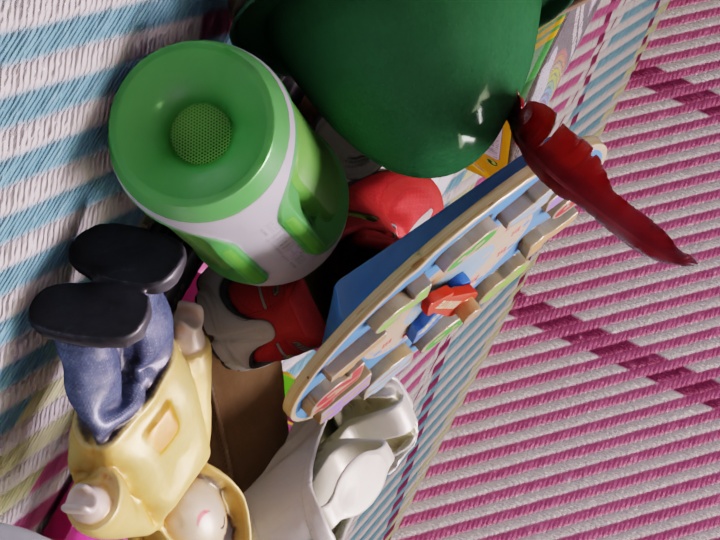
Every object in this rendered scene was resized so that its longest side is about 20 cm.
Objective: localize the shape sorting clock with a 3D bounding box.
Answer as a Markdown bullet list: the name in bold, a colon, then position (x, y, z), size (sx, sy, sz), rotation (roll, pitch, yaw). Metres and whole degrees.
- **shape sorting clock**: position (0.043, 0.007, 1.390), size (0.200, 0.039, 0.200), rotation (-35, 169, -8)

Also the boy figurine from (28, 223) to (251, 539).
- **boy figurine**: position (-0.100, 0.077, 1.333), size (0.124, 0.064, 0.200), rotation (-58, 148, -39)

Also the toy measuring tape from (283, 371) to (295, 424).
- **toy measuring tape**: position (-0.086, 0.136, 1.828), size (0.200, 0.074, 0.074), rotation (-58, 170, -45)

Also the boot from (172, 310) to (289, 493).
- **boot**: position (-0.100, 0.120, 1.458), size (0.175, 0.066, 0.200), rotation (-4, 82, -46)

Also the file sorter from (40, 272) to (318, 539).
- **file sorter**: position (-0.085, 0.133, 1.594), size (0.139, 0.125, 0.200), rotation (99, 17, -63)

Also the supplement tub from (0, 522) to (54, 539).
- **supplement tub**: position (-0.151, 0.176, 1.179), size (0.200, 0.145, 0.145), rotation (68, 48, -80)

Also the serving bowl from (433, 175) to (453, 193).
- **serving bowl**: position (0.038, -0.096, 1.963), size (0.200, 0.066, 0.200), rotation (-63, 173, -14)

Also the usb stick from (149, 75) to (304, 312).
- **usb stick**: position (-0.079, -0.034, 1.459), size (0.200, 0.033, 0.055), rotation (-61, 180, -32)

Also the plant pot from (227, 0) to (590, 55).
- **plant pot**: position (0.031, -0.175, 1.353), size (0.201, 0.201, 0.093), rotation (88, -9, -75)

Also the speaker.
- **speaker**: position (-0.057, -0.045, 1.323), size (0.088, 0.088, 0.200), rotation (-65, 168, -5)

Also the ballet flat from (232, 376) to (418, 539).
- **ballet flat**: position (-0.006, 0.092, 1.474), size (0.200, 0.069, 0.069), rotation (-58, 170, -55)

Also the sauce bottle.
- **sauce bottle**: position (-0.004, -0.086, 1.559), size (0.200, 0.066, 0.066), rotation (-87, -160, -75)

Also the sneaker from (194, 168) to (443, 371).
- **sneaker**: position (0.000, 0.000, 1.494), size (0.200, 0.085, 0.077), rotation (-38, 111, -52)

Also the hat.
- **hat**: position (0.037, -0.046, 1.304), size (0.200, 0.166, 0.176), rotation (101, -22, -74)

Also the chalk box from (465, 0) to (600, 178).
- **chalk box**: position (0.079, -0.179, 1.765), size (0.124, 0.124, 0.200), rotation (93, 22, -69)
